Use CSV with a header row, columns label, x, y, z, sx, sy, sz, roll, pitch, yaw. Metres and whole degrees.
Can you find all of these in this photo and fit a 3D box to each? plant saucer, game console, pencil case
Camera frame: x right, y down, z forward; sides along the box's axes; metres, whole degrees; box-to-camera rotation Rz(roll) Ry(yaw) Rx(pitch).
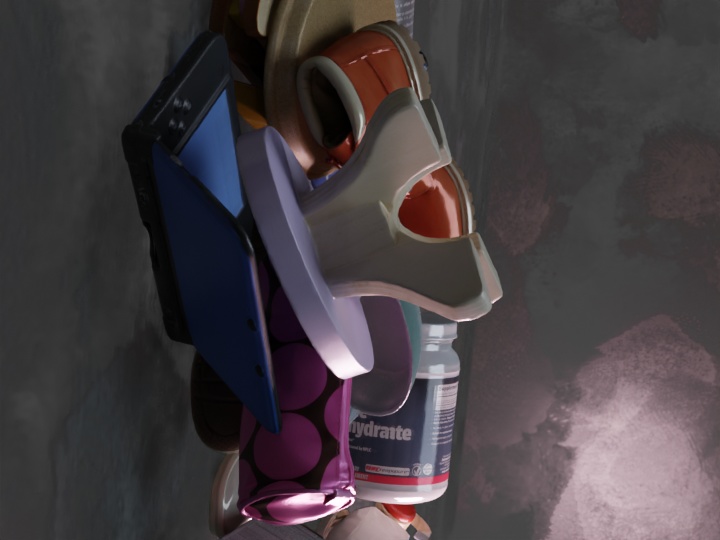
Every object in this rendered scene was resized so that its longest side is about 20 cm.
label,x,y,z,sx,sy,sz,roll,pitch,yaw
plant saucer,-0.010,0.018,1.201,0.036,0.200,0.200,-27,135,-29
game console,-0.078,-0.025,0.996,0.200,0.118,0.171,86,26,-48
pencil case,-0.036,0.078,1.076,0.091,0.094,0.200,44,44,-58

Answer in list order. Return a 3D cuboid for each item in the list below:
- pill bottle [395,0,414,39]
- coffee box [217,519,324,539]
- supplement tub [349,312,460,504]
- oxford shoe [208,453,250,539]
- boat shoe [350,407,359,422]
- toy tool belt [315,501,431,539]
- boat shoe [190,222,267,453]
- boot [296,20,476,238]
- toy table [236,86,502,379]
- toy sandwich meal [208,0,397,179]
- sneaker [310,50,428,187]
label,x,y,z,sx,sy,sz,roll,pitch,yaw
pill bottle,-0.014,-0.193,1.272,0.116,0.116,0.200,-58,153,-67
coffee box,-0.086,0.262,1.164,0.114,0.080,0.200,-60,171,4
supplement tub,0.037,0.149,1.694,0.140,0.140,0.200,-17,113,-79
oxford shoe,-0.071,0.175,1.304,0.200,0.058,0.075,-27,125,-64
boat shoe,-0.027,0.078,1.383,0.074,0.067,0.200,61,36,-27
toy tool belt,-0.007,0.334,1.714,0.123,0.125,0.200,-54,177,21
boat shoe,-0.086,0.052,1.174,0.076,0.072,0.200,108,-6,-66
boot,0.015,-0.074,1.102,0.107,0.075,0.200,-30,102,-51
toy table,0.011,-0.026,0.964,0.200,0.117,0.184,58,16,-56
toy sandwich meal,-0.042,-0.166,1.147,0.205,0.070,0.205,-38,135,-52
sneaker,0.002,-0.160,1.376,0.081,0.115,0.200,-53,148,-69
